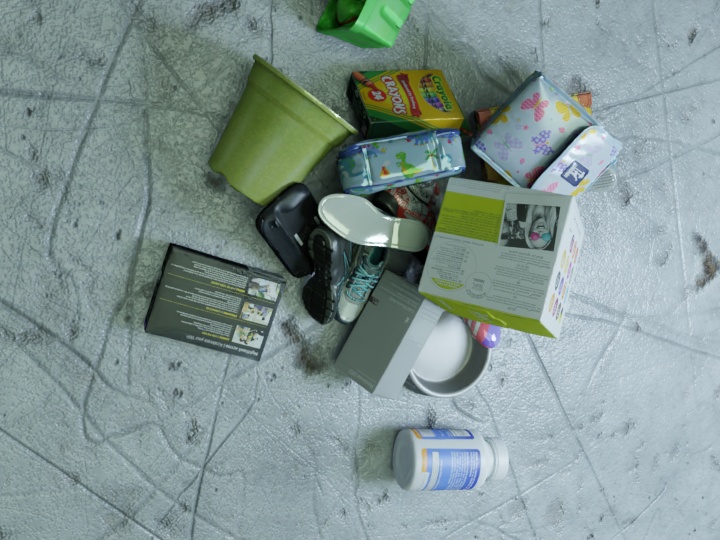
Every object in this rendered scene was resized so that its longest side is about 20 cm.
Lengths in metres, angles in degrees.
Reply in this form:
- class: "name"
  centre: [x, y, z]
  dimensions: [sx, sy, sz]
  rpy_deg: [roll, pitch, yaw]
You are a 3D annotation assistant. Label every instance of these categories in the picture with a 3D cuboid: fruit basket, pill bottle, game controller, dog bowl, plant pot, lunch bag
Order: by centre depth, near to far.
- class: "plant pot"
  centre: [-0.136, -0.205, 1.120]
  dimensions: [0.200, 0.200, 0.184]
  rpy_deg: [33, 98, -19]
- class: "fruit basket"
  centre: [-0.003, -0.477, 1.127]
  dimensions: [0.215, 0.155, 0.216]
  rpy_deg: [-10, 109, -30]
- class: "lunch bag"
  centre: [0.062, -0.172, 1.140]
  dimensions: [0.200, 0.161, 0.083]
  rpy_deg: [-11, 91, 2]
- class: "game controller"
  centre: [-0.101, -0.062, 1.164]
  dimensions: [0.104, 0.042, 0.200]
  rpy_deg: [-50, 151, -12]
- class: "lunch bag"
  centre: [0.310, -0.205, 1.175]
  dimensions: [0.200, 0.127, 0.170]
  rpy_deg: [41, 109, -7]
- class: "dog bowl"
  centre: [0.156, 0.147, 1.323]
  dimensions: [0.200, 0.059, 0.200]
  rpy_deg: [-3, 99, -18]
- class: "pill bottle"
  centre: [0.171, 0.355, 1.329]
  dimensions: [0.200, 0.112, 0.112]
  rpy_deg: [6, 96, -19]

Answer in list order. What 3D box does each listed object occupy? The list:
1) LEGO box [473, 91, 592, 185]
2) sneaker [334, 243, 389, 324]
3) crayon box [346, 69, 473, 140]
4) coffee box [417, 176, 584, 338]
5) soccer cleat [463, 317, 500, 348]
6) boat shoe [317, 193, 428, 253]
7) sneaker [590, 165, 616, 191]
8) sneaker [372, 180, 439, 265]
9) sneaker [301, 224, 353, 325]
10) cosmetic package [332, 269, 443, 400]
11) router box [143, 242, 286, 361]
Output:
- class: "LEGO box"
  centre: [0.314, -0.230, 1.273]
  dimensions: [0.200, 0.077, 0.149]
  rpy_deg: [-8, 101, 7]
- class: "sneaker"
  centre: [0.000, 0.000, 1.235]
  dimensions: [0.078, 0.086, 0.200]
  rpy_deg: [18, 92, -19]
- class: "crayon box"
  centre: [0.090, -0.283, 1.208]
  dimensions: [0.200, 0.051, 0.127]
  rpy_deg: [-7, 56, -18]
- class: "coffee box"
  centre: [0.234, -0.015, 1.148]
  dimensions: [0.200, 0.200, 0.198]
  rpy_deg: [13, 83, 25]
- class: "soccer cleat"
  centre: [0.223, 0.038, 1.279]
  dimensions: [0.067, 0.076, 0.200]
  rpy_deg: [5, 65, -32]
- class: "boat shoe"
  centre: [0.013, -0.072, 1.154]
  dimensions: [0.200, 0.062, 0.073]
  rpy_deg: [15, 85, -25]
- class: "sneaker"
  centre: [0.402, -0.229, 1.355]
  dimensions: [0.200, 0.082, 0.074]
  rpy_deg: [39, 125, -5]
- class: "sneaker"
  centre: [0.118, -0.093, 1.271]
  dimensions: [0.108, 0.067, 0.201]
  rpy_deg: [-49, 115, -15]
- class: "sneaker"
  centre: [-0.045, 0.006, 1.197]
  dimensions: [0.079, 0.075, 0.200]
  rpy_deg: [-31, 142, -43]
- class: "cosmetic package"
  centre: [0.051, 0.114, 1.243]
  dimensions: [0.090, 0.107, 0.200]
  rpy_deg: [32, 86, -54]
- class: "router box"
  centre: [-0.242, 0.054, 1.181]
  dimensions: [0.200, 0.051, 0.149]
  rpy_deg: [18, 94, -20]
